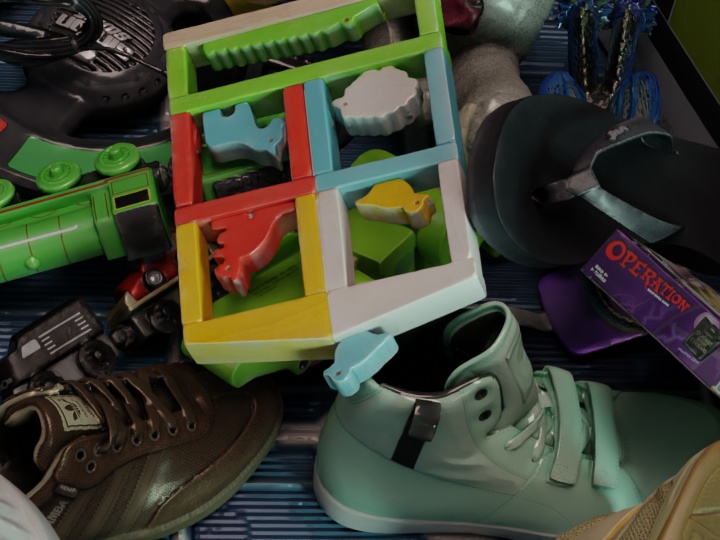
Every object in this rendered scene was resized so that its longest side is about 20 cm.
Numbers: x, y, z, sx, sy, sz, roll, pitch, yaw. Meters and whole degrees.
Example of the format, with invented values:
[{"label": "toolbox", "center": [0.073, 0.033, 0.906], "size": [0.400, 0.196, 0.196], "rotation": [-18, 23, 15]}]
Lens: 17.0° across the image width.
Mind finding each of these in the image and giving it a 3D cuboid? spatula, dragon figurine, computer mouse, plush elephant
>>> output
[{"label": "spatula", "center": [0.056, 0.024, 1.147], "size": [0.199, 0.021, 0.057], "rotation": [-9, 48, -15]}, {"label": "dragon figurine", "center": [0.114, -0.062, 1.160], "size": [0.059, 0.100, 0.200], "rotation": [2, 40, 6]}, {"label": "computer mouse", "center": [-0.095, -0.100, 1.160], "size": [0.199, 0.059, 0.034], "rotation": [18, 28, 1]}, {"label": "plush elephant", "center": [0.022, -0.165, 1.179], "size": [0.155, 0.165, 0.200], "rotation": [26, 8, -18]}]

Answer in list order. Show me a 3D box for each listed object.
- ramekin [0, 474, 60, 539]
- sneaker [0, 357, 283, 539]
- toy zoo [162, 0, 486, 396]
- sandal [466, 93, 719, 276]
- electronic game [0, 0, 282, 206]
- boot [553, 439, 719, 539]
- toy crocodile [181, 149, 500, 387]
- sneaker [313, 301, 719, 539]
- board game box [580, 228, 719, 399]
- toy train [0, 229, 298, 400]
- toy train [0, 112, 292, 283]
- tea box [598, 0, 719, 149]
[{"label": "ramekin", "center": [-0.213, 0.145, 0.901], "size": [0.200, 0.105, 0.201], "rotation": [-9, 64, 20]}, {"label": "sneaker", "center": [-0.116, 0.080, 1.041], "size": [0.200, 0.076, 0.070], "rotation": [-27, 61, -26]}, {"label": "toy zoo", "center": [-0.018, -0.035, 1.054], "size": [0.131, 0.020, 0.201], "rotation": [-13, 57, 10]}, {"label": "sandal", "center": [0.123, -0.039, 1.075], "size": [0.200, 0.043, 0.076], "rotation": [3, 79, -44]}, {"label": "electronic game", "center": [-0.130, -0.110, 1.208], "size": [0.199, 0.042, 0.200], "rotation": [5, 52, -6]}, {"label": "boot", "center": [0.088, 0.165, 0.966], "size": [0.073, 0.155, 0.200], "rotation": [36, 64, -7]}, {"label": "toy crocodile", "center": [0.000, 0.000, 1.121], "size": [0.067, 0.062, 0.200], "rotation": [26, 45, 32]}, {"label": "sneaker", "center": [0.084, 0.065, 1.059], "size": [0.200, 0.118, 0.074], "rotation": [-2, 53, -11]}, {"label": "board game box", "center": [0.174, 0.044, 1.059], "size": [0.032, 0.200, 0.120], "rotation": [-45, 68, 9]}, {"label": "toy train", "center": [-0.089, 0.006, 1.124], "size": [0.200, 0.034, 0.046], "rotation": [-34, 82, -30]}, {"label": "toy train", "center": [-0.116, -0.028, 1.113], "size": [0.199, 0.042, 0.056], "rotation": [-17, 39, 0]}, {"label": "tea box", "center": [0.232, -0.128, 1.184], "size": [0.133, 0.197, 0.200], "rotation": [-15, 57, -20]}]
